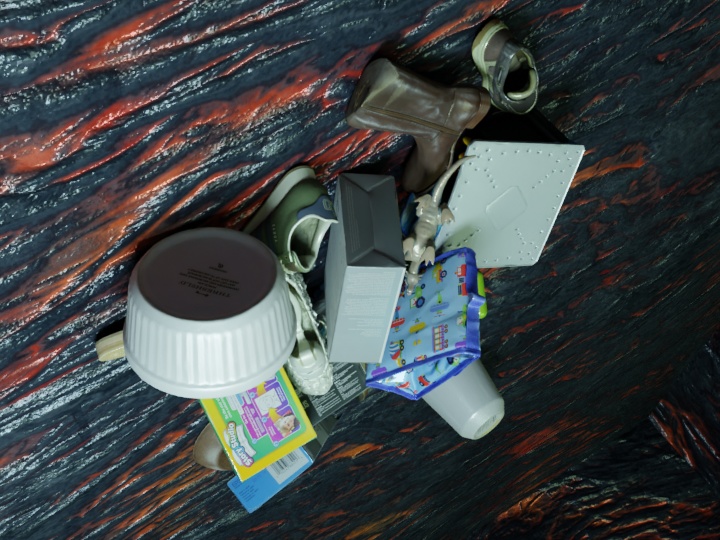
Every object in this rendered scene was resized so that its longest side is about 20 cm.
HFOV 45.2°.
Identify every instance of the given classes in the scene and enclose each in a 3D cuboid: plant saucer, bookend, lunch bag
[{"bbox_3d":[-0.183,0.272,1.441,0.198,0.037,0.202,-30,151,-19],"label":"plant saucer"},{"bbox_3d":[0.178,-0.115,1.261,0.196,0.092,0.202,-21,145,-30],"label":"bookend"},{"bbox_3d":[0.097,0.067,1.172,0.093,0.153,0.199,19,148,-26],"label":"lunch bag"}]

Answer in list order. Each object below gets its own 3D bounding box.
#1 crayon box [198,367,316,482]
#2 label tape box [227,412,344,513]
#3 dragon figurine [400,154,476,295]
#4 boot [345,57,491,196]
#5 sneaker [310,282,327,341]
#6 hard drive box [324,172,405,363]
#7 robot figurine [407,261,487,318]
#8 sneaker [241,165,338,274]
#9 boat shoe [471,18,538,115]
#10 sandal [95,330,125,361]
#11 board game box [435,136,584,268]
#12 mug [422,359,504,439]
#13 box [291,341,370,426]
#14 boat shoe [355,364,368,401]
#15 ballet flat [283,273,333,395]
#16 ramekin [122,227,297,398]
[{"bbox_3d":[-0.155,0.160,1.149,0.117,0.203,0.058,-27,-172,-16],"label":"crayon box"},{"bbox_3d":[-0.117,0.283,1.391,0.144,0.064,0.200,-40,-178,17],"label":"label tape box"},{"bbox_3d":[0.084,-0.064,1.129,0.099,0.058,0.203,-115,-136,-81],"label":"dragon figurine"},{"bbox_3d":[0.044,-0.170,1.063,0.198,0.065,0.187,-2,137,-43],"label":"boot"},{"bbox_3d":[-0.058,0.078,1.239,0.198,0.086,0.076,-35,113,-13],"label":"sneaker"},{"bbox_3d":[0.000,0.000,1.132,0.075,0.158,0.202,2,141,-9],"label":"hard drive box"},{"bbox_3d":[0.113,0.043,1.382,0.172,0.118,0.201,-8,152,6],"label":"robot figurine"},{"bbox_3d":[-0.098,-0.024,1.061,0.067,0.090,0.201,3,131,-52],"label":"sneaker"},{"bbox_3d":[0.198,-0.247,1.126,0.073,0.065,0.199,-45,152,8],"label":"boat shoe"},{"bbox_3d":[-0.214,0.090,1.063,0.208,0.071,0.078,-18,168,-14],"label":"sandal"},{"bbox_3d":[0.198,-0.093,1.208,0.197,0.026,0.203,-3,127,-29],"label":"board game box"},{"bbox_3d":[0.230,0.259,1.794,0.185,0.154,0.151,-5,136,-47],"label":"mug"},{"bbox_3d":[-0.101,0.183,1.281,0.198,0.087,0.164,-32,-175,-13],"label":"box"},{"bbox_3d":[0.006,0.150,1.454,0.073,0.076,0.201,-31,151,-20],"label":"boat shoe"},{"bbox_3d":[-0.085,0.085,1.153,0.071,0.071,0.203,-25,107,-23],"label":"ballet flat"},{"bbox_3d":[-0.168,0.036,0.966,0.200,0.202,0.095,-22,137,-28],"label":"ramekin"}]
